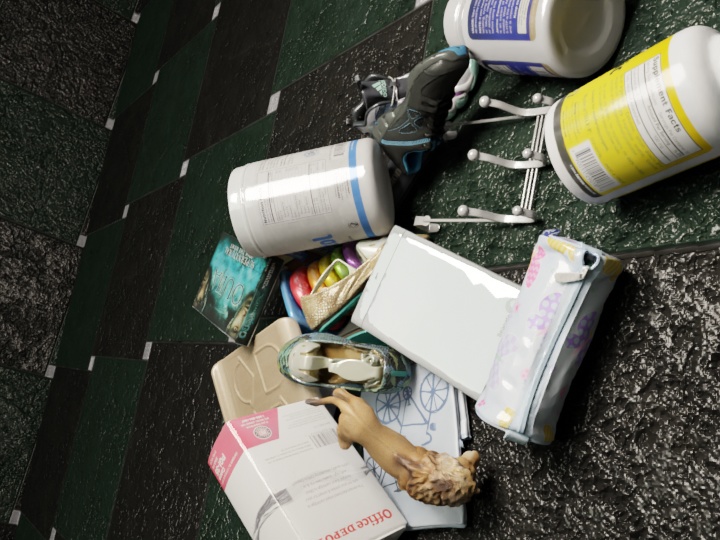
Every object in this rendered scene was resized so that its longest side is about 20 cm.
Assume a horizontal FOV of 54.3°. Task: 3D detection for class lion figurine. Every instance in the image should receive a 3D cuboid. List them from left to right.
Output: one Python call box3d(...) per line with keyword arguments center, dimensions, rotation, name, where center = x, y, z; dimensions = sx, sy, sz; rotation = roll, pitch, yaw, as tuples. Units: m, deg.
box3d(center=(0.029, 0.187, 0.752), dimensions=(0.073, 0.199, 0.123), rotation=(-61, -1, -15), name="lion figurine")

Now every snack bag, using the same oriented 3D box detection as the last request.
box3d(center=(0.064, 0.213, 0.844), dimensions=(0.188, 0.021, 0.202), rotation=(-30, 54, 47), name="snack bag")

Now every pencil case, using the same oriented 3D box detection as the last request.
box3d(center=(0.182, 0.066, 0.679), dimensions=(0.091, 0.083, 0.201), rotation=(-131, 61, -78), name="pencil case")

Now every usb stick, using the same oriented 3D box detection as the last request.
box3d(center=(0.043, -0.114, 1.004), dimensions=(0.056, 0.032, 0.201), rotation=(51, 123, 31), name="usb stick")

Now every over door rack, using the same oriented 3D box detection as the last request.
box3d(center=(0.137, -0.127, 0.854), dimensions=(0.199, 0.066, 0.149), rotation=(-1, 74, 56), name="over door rack")

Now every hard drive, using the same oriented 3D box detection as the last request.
box3d(center=(0.090, 0.045, 0.812), dimensions=(0.199, 0.027, 0.133), rotation=(29, 97, 36), name="hard drive")

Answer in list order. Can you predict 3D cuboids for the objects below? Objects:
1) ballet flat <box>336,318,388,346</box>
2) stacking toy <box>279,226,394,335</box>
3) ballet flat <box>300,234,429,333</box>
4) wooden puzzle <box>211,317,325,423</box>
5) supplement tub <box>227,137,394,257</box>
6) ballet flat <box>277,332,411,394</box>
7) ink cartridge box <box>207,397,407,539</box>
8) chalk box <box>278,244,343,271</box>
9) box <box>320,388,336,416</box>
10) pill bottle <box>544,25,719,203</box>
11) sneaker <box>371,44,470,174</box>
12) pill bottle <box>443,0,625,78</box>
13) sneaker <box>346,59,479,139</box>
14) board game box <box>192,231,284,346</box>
box3d(center=(0.039, 0.064, 0.920), dimensions=(0.199, 0.068, 0.069), rotation=(-26, 44, 36), name="ballet flat")
box3d(center=(-0.014, 0.001, 1.004), dimensions=(0.200, 0.116, 0.110), rotation=(-41, 44, 23), name="stacking toy")
box3d(center=(0.000, 0.000, 0.931), dimensions=(0.200, 0.071, 0.065), rotation=(-38, 80, 0), name="ballet flat")
box3d(center=(-0.123, 0.186, 1.005), dimensions=(0.200, 0.046, 0.186), rotation=(-33, 70, 38), name="wooden puzzle")
box3d(center=(-0.062, -0.096, 0.945), dimensions=(0.198, 0.132, 0.133), rotation=(-10, 60, 14), name="supplement tub")
box3d(center=(-0.035, 0.115, 0.876), dimensions=(0.199, 0.074, 0.075), rotation=(-2, 72, 29), name="ballet flat")
box3d(center=(-0.064, 0.260, 0.821), dimensions=(0.200, 0.146, 0.083), rotation=(49, 125, 31), name="ink cartridge box")
box3d(center=(-0.084, -0.085, 1.113), dimensions=(0.199, 0.123, 0.126), rotation=(-27, 53, 47), name="chalk box")
box3d(center=(-0.104, 0.239, 1.063), dimensions=(0.155, 0.041, 0.202), rotation=(10, 82, 56), name="box")
box3d(center=(0.273, -0.142, 0.618), dimensions=(0.199, 0.111, 0.112), rotation=(-23, 56, 49), name="pill bottle")
box3d(center=(0.088, -0.199, 0.880), dimensions=(0.082, 0.073, 0.200), rotation=(61, 150, 13), name="sneaker")
box3d(center=(0.188, -0.287, 0.806), dimensions=(0.200, 0.119, 0.121), rotation=(31, 101, 56), name="pill bottle")
box3d(center=(0.056, -0.246, 0.961), dimensions=(0.200, 0.139, 0.078), rotation=(-42, 43, 39), name="sneaker")
box3d(center=(-0.192, 0.023, 1.072), dimensions=(0.200, 0.028, 0.136), rotation=(22, 89, 57), name="board game box")
